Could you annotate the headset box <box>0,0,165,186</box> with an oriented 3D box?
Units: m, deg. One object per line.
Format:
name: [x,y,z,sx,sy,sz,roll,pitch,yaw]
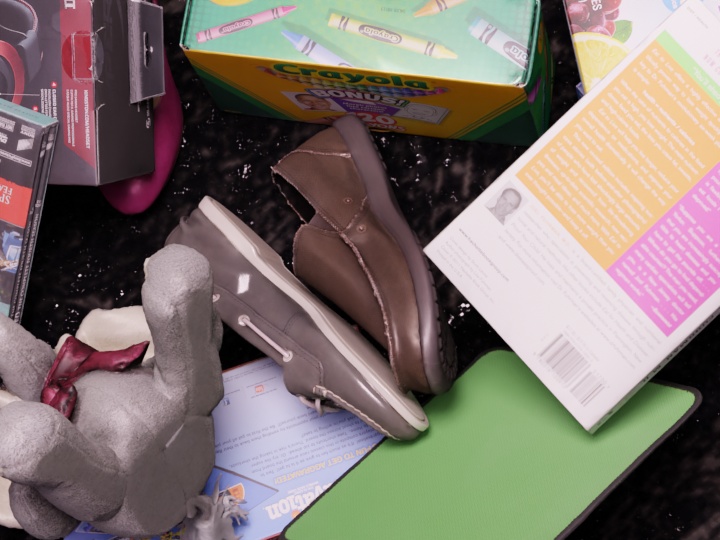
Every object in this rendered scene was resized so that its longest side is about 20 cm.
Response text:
headset box: [-0.204,-0.127,1.634,0.199,0.075,0.149,2,99,23]

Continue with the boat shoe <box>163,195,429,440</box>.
boat shoe: [-0.040,0.040,1.605,0.057,0.067,0.200,-49,63,7]

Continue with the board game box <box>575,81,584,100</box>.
board game box: [0.243,-0.111,1.632,0.200,0.034,0.136,-38,74,-2]

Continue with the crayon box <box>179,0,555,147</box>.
crayon box: [0.007,-0.124,1.626,0.199,0.119,0.059,7,77,10]

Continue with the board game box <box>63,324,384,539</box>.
board game box: [-0.079,0.112,1.630,0.199,0.019,0.103,-19,72,3]

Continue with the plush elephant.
plush elephant: [-0.155,0.074,1.571,0.154,0.200,0.165,23,65,36]

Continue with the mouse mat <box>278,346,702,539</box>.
mouse mat: [0.070,0.106,1.530,0.160,0.008,0.200,12,39,42]

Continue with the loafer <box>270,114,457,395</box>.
loafer: [0.000,0.000,1.599,0.071,0.073,0.200,-21,46,-2]

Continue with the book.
book: [0.151,-0.029,1.521,0.200,0.048,0.134,-43,79,3]

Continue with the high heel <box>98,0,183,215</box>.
high heel: [-0.147,-0.137,1.664,0.067,0.096,0.201,-10,75,5]

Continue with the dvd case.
dvd case: [-0.255,-0.016,1.629,0.145,0.022,0.201,20,112,17]

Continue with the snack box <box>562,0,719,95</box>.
snack box: [0.204,-0.127,1.587,0.168,0.068,0.201,-12,77,7]
